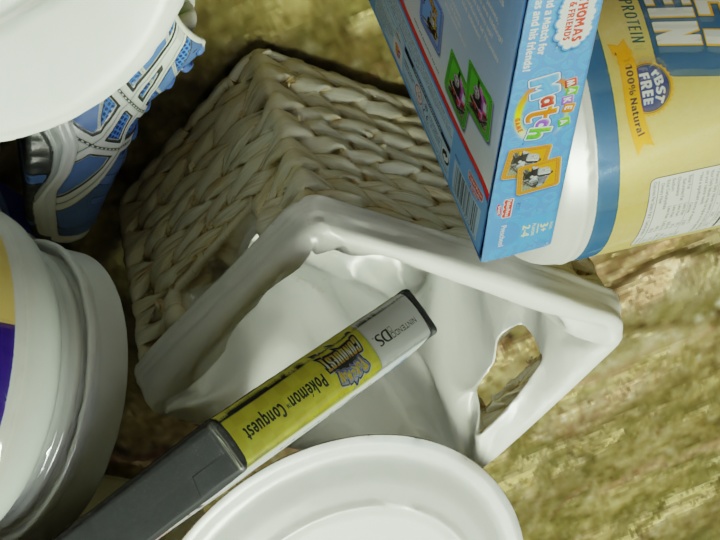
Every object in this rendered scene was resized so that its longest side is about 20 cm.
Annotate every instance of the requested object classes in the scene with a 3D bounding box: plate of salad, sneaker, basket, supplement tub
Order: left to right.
[{"bbox_3d":[-0.207,0.034,0.969,0.200,0.146,0.145,13,132,-35],"label":"supplement tub"},{"bbox_3d":[-0.106,-0.084,1.046,0.077,0.076,0.200,-2,141,-15],"label":"sneaker"},{"bbox_3d":[-0.015,0.161,1.191,0.200,0.048,0.201,-11,121,-20],"label":"plate of salad"},{"bbox_3d":[0.000,0.000,1.159,0.200,0.124,0.136,18,129,-38],"label":"basket"},{"bbox_3d":[0.148,-0.090,1.094,0.199,0.145,0.145,-13,142,-14],"label":"supplement tub"}]

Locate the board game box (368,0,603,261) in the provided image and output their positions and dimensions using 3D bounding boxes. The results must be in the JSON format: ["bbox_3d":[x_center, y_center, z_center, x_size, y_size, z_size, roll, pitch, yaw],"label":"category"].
[{"bbox_3d":[0.047,-0.124,0.973,0.036,0.152,0.200,-12,146,-13],"label":"board game box"}]

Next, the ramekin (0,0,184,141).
[{"bbox_3d":[-0.148,-0.142,0.891,0.200,0.098,0.201,-3,124,-4],"label":"ramekin"}]

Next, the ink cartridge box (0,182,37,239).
[{"bbox_3d":[-0.229,0.004,1.098,0.136,0.076,0.200,-35,138,18],"label":"ink cartridge box"}]

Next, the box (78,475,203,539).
[{"bbox_3d":[-0.143,0.229,1.300,0.106,0.200,0.152,15,131,-35],"label":"box"}]

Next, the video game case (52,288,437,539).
[{"bbox_3d":[-0.078,0.093,1.031,0.200,0.026,0.181,-38,177,30],"label":"video game case"}]
